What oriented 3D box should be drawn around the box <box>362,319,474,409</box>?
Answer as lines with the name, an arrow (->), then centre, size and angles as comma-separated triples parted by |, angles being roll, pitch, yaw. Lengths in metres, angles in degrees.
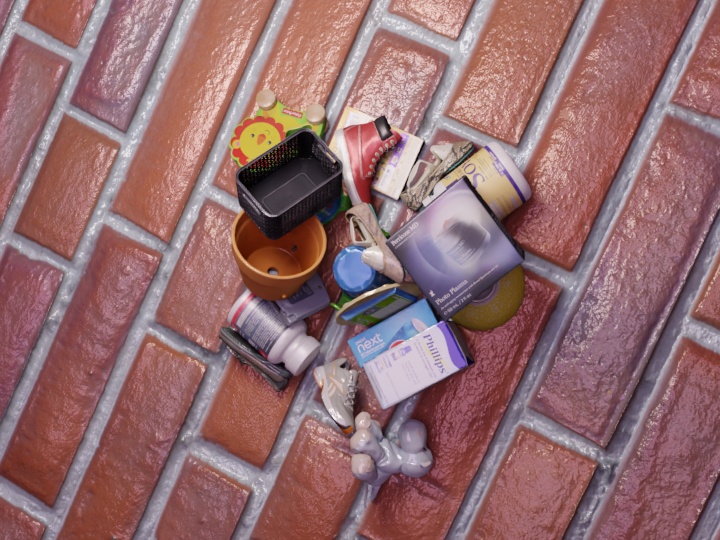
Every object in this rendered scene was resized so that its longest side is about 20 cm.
box -> 0.126, 0.195, 1.655 | 0.198, 0.184, 0.106 | -28, 80, 9

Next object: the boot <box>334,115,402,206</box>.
boot -> 0.033, -0.230, 1.723 | 0.142, 0.072, 0.204 | -14, 83, 11

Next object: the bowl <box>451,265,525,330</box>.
bowl -> 0.251, 0.027, 1.674 | 0.196, 0.108, 0.205 | -1, 87, 12

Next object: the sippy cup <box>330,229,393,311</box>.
sippy cup -> 0.000, 0.000, 1.711 | 0.137, 0.130, 0.182 | -3, 86, 12

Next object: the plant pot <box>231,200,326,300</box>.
plant pot -> -0.179, -0.031, 1.672 | 0.196, 0.141, 0.203 | 7, 56, -10

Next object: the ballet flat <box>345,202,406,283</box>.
ballet flat -> 0.023, -0.050, 1.612 | 0.066, 0.069, 0.202 | -14, 57, -24

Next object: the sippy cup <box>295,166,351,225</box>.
sippy cup -> -0.115, -0.172, 1.753 | 0.175, 0.130, 0.142 | -22, 83, 10

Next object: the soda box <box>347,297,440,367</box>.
soda box -> 0.075, 0.136, 1.730 | 0.198, 0.064, 0.069 | -30, 81, 10

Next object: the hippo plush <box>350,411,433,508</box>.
hippo plush -> 0.071, 0.396, 1.670 | 0.158, 0.159, 0.204 | -7, 85, 13

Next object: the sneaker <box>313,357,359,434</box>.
sneaker -> -0.037, 0.260, 1.703 | 0.091, 0.076, 0.201 | -30, 41, 2

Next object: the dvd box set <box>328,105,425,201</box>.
dvd box set -> 0.028, -0.263, 1.775 | 0.197, 0.029, 0.149 | 25, 94, 12

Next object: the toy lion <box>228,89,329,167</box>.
toy lion -> -0.191, -0.298, 1.784 | 0.197, 0.069, 0.195 | 17, 75, 12

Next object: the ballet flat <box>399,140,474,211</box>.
ballet flat -> 0.160, -0.222, 1.721 | 0.075, 0.068, 0.201 | 39, 98, -14

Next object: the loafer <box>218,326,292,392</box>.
loafer -> -0.248, 0.204, 1.798 | 0.198, 0.072, 0.064 | 32, 101, 10

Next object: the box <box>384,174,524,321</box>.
box -> 0.186, -0.045, 1.553 | 0.199, 0.123, 0.199 | -39, 89, 15

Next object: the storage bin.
storage bin -> -0.144, -0.177, 1.615 | 0.199, 0.094, 0.135 | -36, 70, -20

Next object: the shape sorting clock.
shape sorting clock -> 0.038, 0.069, 1.673 | 0.198, 0.200, 0.040 | -29, 70, 9

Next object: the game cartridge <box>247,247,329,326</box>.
game cartridge -> -0.162, 0.020, 1.757 | 0.201, 0.132, 0.042 | 51, 139, 20

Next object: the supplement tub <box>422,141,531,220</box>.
supplement tub -> 0.243, -0.156, 1.664 | 0.199, 0.145, 0.146 | -37, 81, 8

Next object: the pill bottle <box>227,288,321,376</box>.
pill bottle -> -0.189, 0.135, 1.760 | 0.199, 0.119, 0.120 | 40, 96, 12
